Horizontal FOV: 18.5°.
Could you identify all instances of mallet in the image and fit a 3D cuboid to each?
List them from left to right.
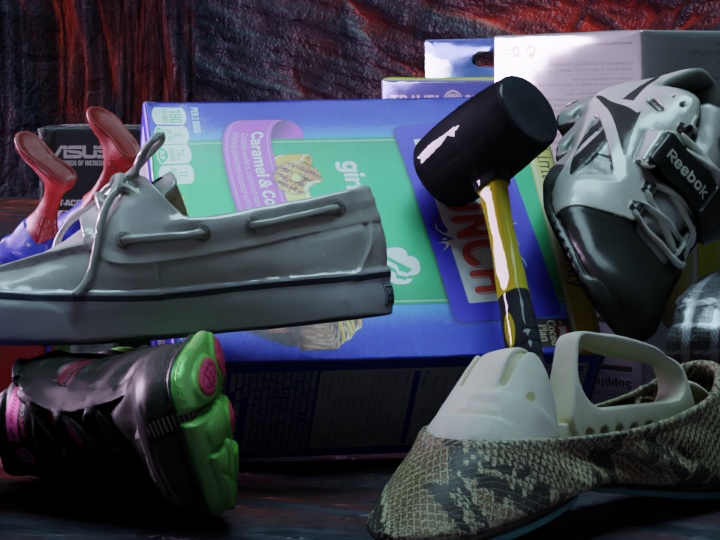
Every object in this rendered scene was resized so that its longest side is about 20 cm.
[{"bbox_3d":[0.073,0.000,0.977,0.041,0.200,0.066,20,-49,-36],"label":"mallet"}]

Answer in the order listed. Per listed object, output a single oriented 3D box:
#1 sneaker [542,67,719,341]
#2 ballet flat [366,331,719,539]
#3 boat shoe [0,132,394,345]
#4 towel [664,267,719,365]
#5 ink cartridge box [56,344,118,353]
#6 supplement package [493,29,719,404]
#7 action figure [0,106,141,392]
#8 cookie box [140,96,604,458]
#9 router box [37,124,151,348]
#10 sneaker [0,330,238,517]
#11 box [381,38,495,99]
[{"bbox_3d":[0.140,-0.042,1.048,0.088,0.074,0.200,-26,28,21],"label":"sneaker"},{"bbox_3d":[0.077,0.062,0.864,0.200,0.075,0.068,-5,8,-44],"label":"ballet flat"},{"bbox_3d":[-0.088,-0.014,0.938,0.202,0.086,0.075,-5,-3,-4],"label":"boat shoe"},{"bbox_3d":[0.234,0.042,1.039,0.166,0.086,0.200,2,5,15],"label":"towel"},{"bbox_3d":[-0.250,0.034,1.261,0.200,0.059,0.104,-6,3,19],"label":"ink cartridge box"},{"bbox_3d":[0.150,-0.031,1.222,0.114,0.200,0.110,-6,7,-42],"label":"supplement package"},{"bbox_3d":[-0.159,0.004,1.035,0.052,0.200,0.065,44,45,17],"label":"action figure"},{"bbox_3d":[0.000,0.000,1.061,0.200,0.075,0.171,-1,49,-11],"label":"cookie box"},{"bbox_3d":[-0.089,-0.012,1.314,0.200,0.150,0.062,0,5,5],"label":"router box"},{"bbox_3d":[-0.103,0.067,0.898,0.084,0.077,0.200,-8,-3,-21],"label":"sneaker"},{"bbox_3d":[0.071,-0.038,1.312,0.122,0.200,0.048,3,6,40],"label":"box"}]
